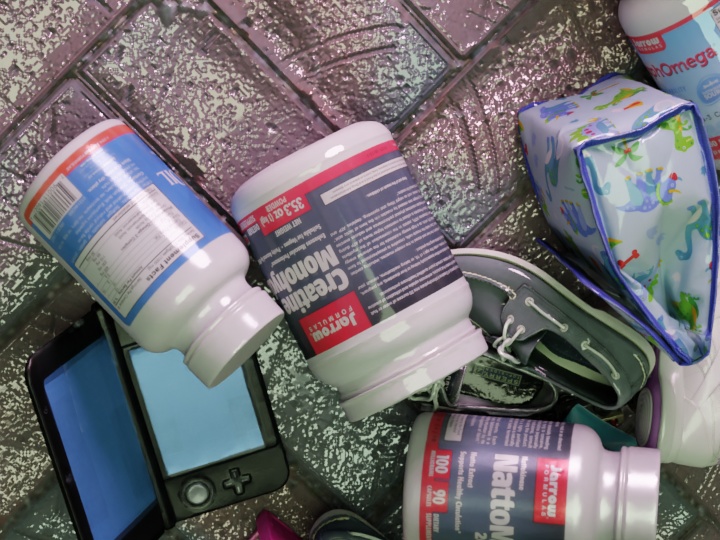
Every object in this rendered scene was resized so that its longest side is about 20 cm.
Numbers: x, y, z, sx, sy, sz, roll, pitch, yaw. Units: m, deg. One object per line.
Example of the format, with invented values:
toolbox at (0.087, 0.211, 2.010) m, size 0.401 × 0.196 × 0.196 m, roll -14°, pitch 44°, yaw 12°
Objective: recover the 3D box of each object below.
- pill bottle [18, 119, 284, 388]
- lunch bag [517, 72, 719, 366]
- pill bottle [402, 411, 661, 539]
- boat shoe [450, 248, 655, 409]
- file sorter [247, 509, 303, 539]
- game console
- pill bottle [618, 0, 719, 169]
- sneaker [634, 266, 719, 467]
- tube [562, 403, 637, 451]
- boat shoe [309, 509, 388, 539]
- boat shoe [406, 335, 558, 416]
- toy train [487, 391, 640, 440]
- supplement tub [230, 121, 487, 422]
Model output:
pill bottle at (-0.155, -0.009, 1.353) m, size 0.112 × 0.112 × 0.200 m, roll -45°, pitch 85°, yaw 4°
lunch bag at (0.211, -0.038, 1.407) m, size 0.127 × 0.170 × 0.201 m, roll -21°, pitch 109°, yaw -4°
pill bottle at (0.139, 0.180, 1.428) m, size 0.198 × 0.120 × 0.121 m, roll 3°, pitch 105°, yaw 10°
boat shoe at (0.139, 0.048, 1.436) m, size 0.199 × 0.062 × 0.073 m, roll 28°, pitch 138°, yaw 10°
file sorter at (-0.040, 0.328, 1.478) m, size 0.200 × 0.139 × 0.126 m, roll 41°, pitch 97°, yaw -16°
game console at (-0.156, 0.124, 1.417) m, size 0.174 × 0.116 × 0.202 m, roll -16°, pitch 107°, yaw -4°
pill bottle at (0.274, -0.189, 1.410) m, size 0.108 × 0.109 × 0.201 m, roll -35°, pitch 106°, yaw 1°
sneaker at (0.288, 0.066, 1.482) m, size 0.099 × 0.075 × 0.202 m, roll 10°, pitch 86°, yaw -9°
tube at (0.149, 0.205, 1.515) m, size 0.077 × 0.050 × 0.201 m, roll 30°, pitch 103°, yaw -35°
boat shoe at (0.044, 0.270, 1.472) m, size 0.200 × 0.062 × 0.075 m, roll 40°, pitch 95°, yaw -9°
boat shoe at (0.067, 0.084, 1.467) m, size 0.198 × 0.068 × 0.074 m, roll 17°, pitch 101°, yaw -13°
toy train at (0.198, 0.126, 1.518) m, size 0.198 × 0.034 × 0.046 m, roll -15°, pitch 110°, yaw -5°
supplement tub at (0.000, 0.000, 1.375) m, size 0.140 × 0.140 × 0.201 m, roll -27°, pitch 89°, yaw -1°
